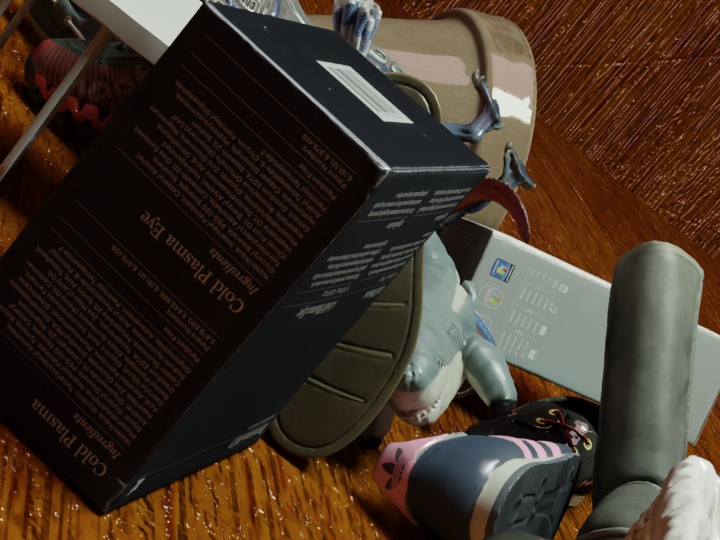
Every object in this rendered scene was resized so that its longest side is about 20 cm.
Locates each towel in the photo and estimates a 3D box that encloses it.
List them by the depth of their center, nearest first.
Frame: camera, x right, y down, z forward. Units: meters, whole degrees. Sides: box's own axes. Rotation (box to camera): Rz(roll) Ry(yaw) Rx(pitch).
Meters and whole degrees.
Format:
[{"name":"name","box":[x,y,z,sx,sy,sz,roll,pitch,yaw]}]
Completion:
[{"name":"towel","box":[-0.035,-0.052,1.037,0.024,0.201,0.147,21,10,-4]}]

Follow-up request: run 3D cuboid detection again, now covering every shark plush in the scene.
[{"name":"shark plush","box":[0.038,0.005,1.102,0.083,0.090,0.201,60,31,-45]}]

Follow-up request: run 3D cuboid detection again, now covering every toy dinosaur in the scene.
[{"name":"toy dinosaur","box":[0.012,-0.061,1.303,0.105,0.181,0.200,62,13,-17]}]

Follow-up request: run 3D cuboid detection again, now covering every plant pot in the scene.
[{"name":"plant pot","box":[0.009,-0.112,1.476,0.174,0.201,0.200,15,22,-25]}]

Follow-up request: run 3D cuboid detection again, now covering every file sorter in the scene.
[{"name":"file sorter","box":[-0.150,-0.102,1.044,0.200,0.125,0.139,38,13,-9]}]

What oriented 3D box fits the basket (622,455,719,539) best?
[{"name":"basket","box":[0.150,0.208,0.777,0.200,0.161,0.198,40,12,3]}]

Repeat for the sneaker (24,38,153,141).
[{"name":"sneaker","box":[-0.109,-0.112,1.174,0.200,0.098,0.071,22,18,24]}]

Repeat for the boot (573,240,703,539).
[{"name":"boot","box":[0.160,0.081,1.109,0.072,0.201,0.182,16,-14,2]}]

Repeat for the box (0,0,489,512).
[{"name":"box","box":[-0.056,-0.009,0.868,0.104,0.182,0.200,42,12,9]}]

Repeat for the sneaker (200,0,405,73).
[{"name":"sneaker","box":[-0.063,-0.134,1.238,0.200,0.087,0.075,42,46,-13]}]

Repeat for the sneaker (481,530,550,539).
[{"name":"sneaker","box":[0.098,0.174,0.979,0.200,0.076,0.116,46,3,-31]}]

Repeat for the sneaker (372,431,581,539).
[{"name":"sneaker","box":[0.067,0.115,1.089,0.082,0.071,0.200,21,-4,18]}]

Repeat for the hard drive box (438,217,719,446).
[{"name":"hard drive box","box":[0.134,0.033,1.374,0.199,0.077,0.156,24,2,-18]}]

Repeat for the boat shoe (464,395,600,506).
[{"name":"boat shoe","box":[0.115,0.111,1.251,0.074,0.063,0.201,47,15,19]}]

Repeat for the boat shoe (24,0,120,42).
[{"name":"boat shoe","box":[-0.158,-0.155,1.283,0.073,0.062,0.200,-23,43,-26]}]

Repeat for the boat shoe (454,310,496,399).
[{"name":"boat shoe","box":[-0.008,0.026,1.182,0.199,0.072,0.072,28,19,-9]}]

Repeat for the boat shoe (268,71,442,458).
[{"name":"boat shoe","box":[0.000,0.000,1.030,0.072,0.201,0.068,19,-6,-4]}]
